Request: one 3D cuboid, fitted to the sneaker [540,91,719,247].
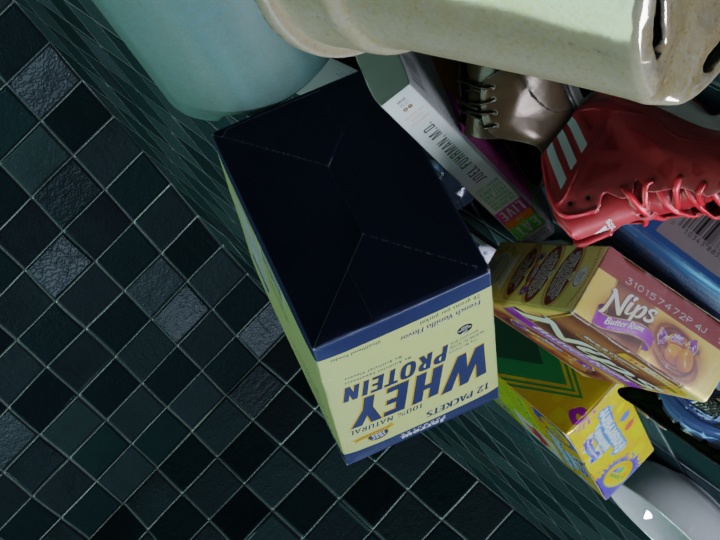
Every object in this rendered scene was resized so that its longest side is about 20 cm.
[{"bbox_3d":[0.188,-0.040,0.929,0.200,0.116,0.078,35,168,48],"label":"sneaker"}]

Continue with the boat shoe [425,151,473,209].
[{"bbox_3d":[0.028,-0.130,1.425,0.200,0.069,0.084,41,171,23],"label":"boat shoe"}]

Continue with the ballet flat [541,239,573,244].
[{"bbox_3d":[0.193,0.014,1.395,0.200,0.073,0.073,45,175,39],"label":"ballet flat"}]

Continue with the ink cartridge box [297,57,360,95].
[{"bbox_3d":[-0.013,-0.163,1.291,0.200,0.044,0.094,29,-157,32],"label":"ink cartridge box"}]

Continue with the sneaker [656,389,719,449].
[{"bbox_3d":[0.315,0.107,1.215,0.075,0.079,0.200,-14,-143,-44],"label":"sneaker"}]

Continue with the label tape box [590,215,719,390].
[{"bbox_3d":[0.222,-0.009,1.106,0.144,0.063,0.200,40,171,21],"label":"label tape box"}]

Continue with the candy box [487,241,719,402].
[{"bbox_3d":[0.165,0.032,1.098,0.116,0.057,0.200,33,172,-14],"label":"candy box"}]

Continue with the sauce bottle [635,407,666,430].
[{"bbox_3d":[0.228,0.064,1.454,0.200,0.065,0.065,42,172,26],"label":"sauce bottle"}]

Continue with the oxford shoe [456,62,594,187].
[{"bbox_3d":[0.096,-0.130,1.046,0.200,0.084,0.073,51,171,-33],"label":"oxford shoe"}]

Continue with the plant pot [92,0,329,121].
[{"bbox_3d":[-0.115,-0.224,1.110,0.200,0.200,0.196,37,163,40],"label":"plant pot"}]

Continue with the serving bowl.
[{"bbox_3d":[0.379,0.289,1.828,0.200,0.066,0.200,43,172,7],"label":"serving bowl"}]

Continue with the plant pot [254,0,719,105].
[{"bbox_3d":[0.079,-0.163,0.682,0.183,0.201,0.201,26,164,29],"label":"plant pot"}]

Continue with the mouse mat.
[{"bbox_3d":[0.323,0.144,1.272,0.161,0.008,0.200,2,-153,-44],"label":"mouse mat"}]

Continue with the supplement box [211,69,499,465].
[{"bbox_3d":[0.000,0.000,1.163,0.200,0.134,0.200,78,167,-60],"label":"supplement box"}]

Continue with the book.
[{"bbox_3d":[0.064,-0.113,1.135,0.200,0.048,0.134,40,-159,-42],"label":"book"}]

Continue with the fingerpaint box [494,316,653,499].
[{"bbox_3d":[0.174,0.107,1.435,0.167,0.073,0.200,42,175,31],"label":"fingerpaint box"}]

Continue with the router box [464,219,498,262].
[{"bbox_3d":[0.034,-0.063,1.544,0.200,0.049,0.180,32,-174,-23],"label":"router box"}]
